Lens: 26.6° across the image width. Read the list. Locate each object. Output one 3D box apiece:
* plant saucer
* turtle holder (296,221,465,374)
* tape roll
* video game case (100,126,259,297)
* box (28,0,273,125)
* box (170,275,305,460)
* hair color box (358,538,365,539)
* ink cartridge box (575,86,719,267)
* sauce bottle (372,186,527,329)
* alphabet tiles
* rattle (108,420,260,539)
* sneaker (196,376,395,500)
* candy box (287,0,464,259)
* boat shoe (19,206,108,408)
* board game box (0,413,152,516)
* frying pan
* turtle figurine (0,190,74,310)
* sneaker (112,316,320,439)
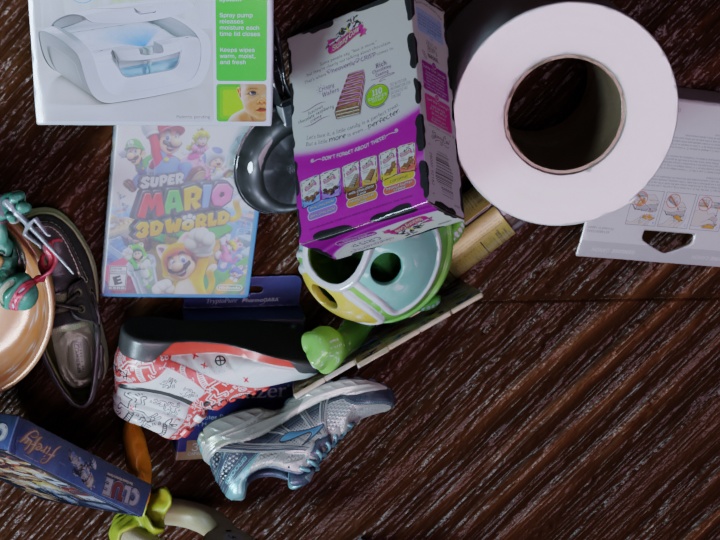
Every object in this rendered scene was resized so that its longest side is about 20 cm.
[{"bbox_3d":[-0.370,0.021,1.365,0.200,0.037,0.201,1,107,2],"label":"plant saucer"},{"bbox_3d":[-0.004,-0.011,1.416,0.185,0.141,0.132,-42,164,23],"label":"turtle holder"},{"bbox_3d":[0.171,-0.156,1.375,0.202,0.139,0.203,-2,111,-5],"label":"tape roll"},{"bbox_3d":[-0.163,-0.067,1.414,0.143,0.018,0.200,1,115,-17],"label":"video game case"},{"bbox_3d":[-0.171,-0.219,1.267,0.199,0.097,0.177,1,121,-5],"label":"box"},{"bbox_3d":[-0.123,0.099,1.523,0.121,0.032,0.200,-2,119,-16],"label":"box"},{"bbox_3d":[0.068,0.386,1.709,0.200,0.099,0.061,31,106,-30],"label":"hair color box"},{"bbox_3d":[0.319,-0.095,1.537,0.199,0.045,0.177,4,117,-19],"label":"ink cartridge box"},{"bbox_3d":[0.071,-0.014,1.497,0.200,0.065,0.065,-36,123,7],"label":"sauce bottle"},{"bbox_3d":[0.022,0.066,1.474,0.200,0.167,0.008,-30,95,-1],"label":"alphabet tiles"},{"bbox_3d":[-0.145,0.235,1.537,0.199,0.130,0.143,11,88,6],"label":"rattle"},{"bbox_3d":[-0.055,0.170,1.504,0.200,0.086,0.078,-19,159,-6],"label":"sneaker"},{"bbox_3d":[0.011,-0.124,1.308,0.136,0.201,0.061,-16,158,32],"label":"candy box"},{"bbox_3d":[-0.274,0.038,1.417,0.072,0.066,0.201,-13,122,-7],"label":"boat shoe"},{"bbox_3d":[-0.308,0.178,1.423,0.200,0.135,0.035,41,59,-50],"label":"board game box"},{"bbox_3d":[-0.055,-0.135,1.398,0.115,0.031,0.190,-2,119,-35],"label":"frying pan"},{"bbox_3d":[-0.338,-0.015,1.281,0.200,0.101,0.150,35,88,8],"label":"turtle figurine"},{"bbox_3d":[-0.139,0.107,1.465,0.201,0.067,0.108,6,117,-16],"label":"sneaker"}]
